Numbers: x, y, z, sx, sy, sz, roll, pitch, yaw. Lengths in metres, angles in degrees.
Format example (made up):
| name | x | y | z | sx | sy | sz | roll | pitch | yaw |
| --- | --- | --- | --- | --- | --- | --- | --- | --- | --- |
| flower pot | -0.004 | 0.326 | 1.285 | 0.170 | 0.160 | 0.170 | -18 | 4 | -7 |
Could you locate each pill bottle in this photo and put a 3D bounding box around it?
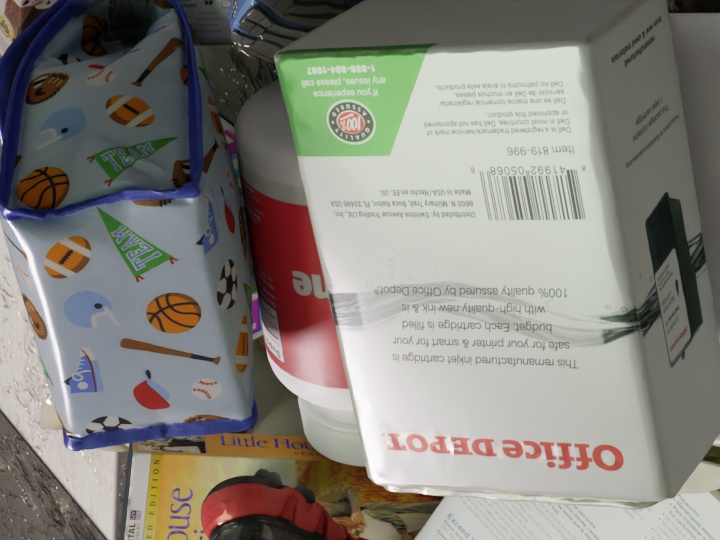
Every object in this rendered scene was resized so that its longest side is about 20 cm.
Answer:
| name | x | y | z | sx | sy | sz | roll | pitch | yaw |
| --- | --- | --- | --- | --- | --- | --- | --- | --- | --- |
| pill bottle | 0.000 | 0.000 | 1.190 | 0.112 | 0.112 | 0.200 | 31 | 139 | 44 |

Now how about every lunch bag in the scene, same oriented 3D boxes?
| name | x | y | z | sx | sy | sz | roll | pitch | yaw |
| --- | --- | --- | --- | --- | --- | --- | --- | --- | --- |
| lunch bag | -0.121 | -0.036 | 1.163 | 0.200 | 0.124 | 0.170 | -93 | -3 | -48 |

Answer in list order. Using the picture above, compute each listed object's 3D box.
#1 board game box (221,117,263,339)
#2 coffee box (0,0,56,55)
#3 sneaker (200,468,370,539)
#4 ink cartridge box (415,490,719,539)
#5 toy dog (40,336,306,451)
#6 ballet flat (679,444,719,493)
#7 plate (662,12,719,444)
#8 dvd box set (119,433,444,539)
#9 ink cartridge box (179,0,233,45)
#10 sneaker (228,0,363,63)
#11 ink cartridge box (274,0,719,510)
| name | x | y | z | sx | sy | sz | roll | pitch | yaw |
| --- | --- | --- | --- | --- | --- | --- | --- | --- | --- |
| board game box | -0.105 | -0.030 | 1.315 | 0.200 | 0.134 | 0.034 | 37 | 142 | 38 |
| coffee box | -0.166 | -0.225 | 1.275 | 0.080 | 0.113 | 0.200 | 47 | 148 | 27 |
| sneaker | -0.001 | 0.188 | 1.221 | 0.200 | 0.098 | 0.071 | 25 | 138 | -19 |
| ink cartridge box | 0.136 | 0.146 | 1.114 | 0.196 | 0.043 | 0.200 | 47 | 116 | 27 |
| toy dog | -0.072 | 0.083 | 1.344 | 0.200 | 0.140 | 0.194 | 34 | 167 | 3 |
| ballet flat | 0.117 | 0.067 | 1.040 | 0.200 | 0.067 | 0.067 | 10 | 143 | 35 |
| plate | 0.151 | -0.019 | 0.949 | 0.200 | 0.032 | 0.200 | 4 | 115 | 31 |
| dvd box set | -0.038 | 0.162 | 1.282 | 0.029 | 0.200 | 0.147 | -108 | 24 | -64 |
| ink cartridge box | -0.039 | -0.213 | 1.130 | 0.196 | 0.043 | 0.200 | 9 | 100 | 56 |
| sneaker | 0.009 | -0.176 | 1.013 | 0.200 | 0.075 | 0.078 | -49 | 41 | 14 |
| ink cartridge box | 0.062 | -0.010 | 0.935 | 0.146 | 0.083 | 0.200 | 2 | 114 | 31 |
